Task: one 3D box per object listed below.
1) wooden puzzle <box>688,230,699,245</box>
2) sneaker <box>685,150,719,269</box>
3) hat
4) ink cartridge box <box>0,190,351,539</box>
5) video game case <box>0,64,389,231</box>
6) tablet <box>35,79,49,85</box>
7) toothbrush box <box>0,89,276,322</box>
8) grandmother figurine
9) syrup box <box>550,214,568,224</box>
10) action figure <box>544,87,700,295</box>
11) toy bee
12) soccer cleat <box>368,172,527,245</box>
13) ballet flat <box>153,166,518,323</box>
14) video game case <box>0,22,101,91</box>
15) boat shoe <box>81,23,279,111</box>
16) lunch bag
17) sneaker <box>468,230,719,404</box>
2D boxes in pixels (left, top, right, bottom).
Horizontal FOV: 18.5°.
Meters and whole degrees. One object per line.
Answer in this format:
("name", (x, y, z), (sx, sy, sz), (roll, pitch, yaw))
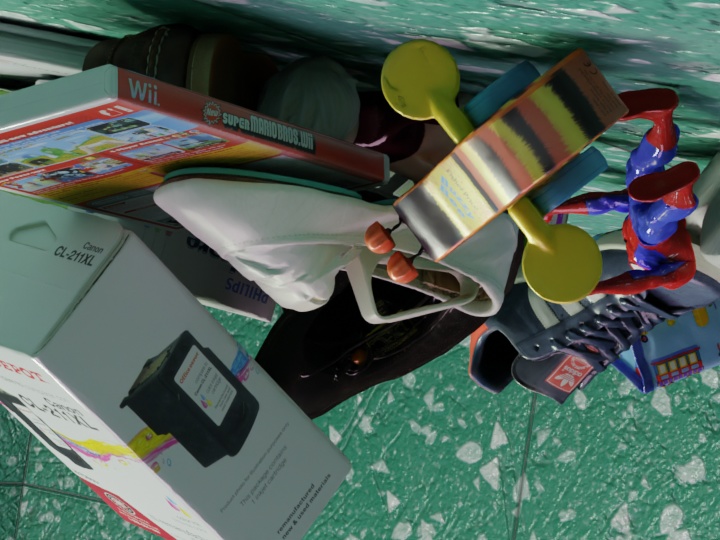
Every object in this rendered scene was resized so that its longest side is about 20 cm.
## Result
("wooden puzzle", (0.283, -0.005, 1.339), (0.200, 0.037, 0.185), (13, -161, 33))
("sneaker", (0.229, -0.021, 1.174), (0.088, 0.075, 0.200), (35, -173, -3))
("hat", (0.000, 0.000, 1.238), (0.200, 0.081, 0.201), (-27, 158, -12))
("ink cartridge box", (-0.123, 0.060, 1.155), (0.146, 0.083, 0.200), (14, 152, 51))
("video game case", (-0.101, -0.053, 1.040), (0.143, 0.017, 0.200), (-11, 165, 35))
("tablet", (-0.122, -0.083, 1.311), (0.130, 0.014, 0.200), (17, 177, -2))
("toothbrush box", (-0.155, -0.042, 1.283), (0.200, 0.086, 0.146), (15, 175, 39))
("grandmother figurine", (0.015, -0.072, 1.161), (0.121, 0.061, 0.200), (-23, 164, 29))
("syrup box", (0.055, -0.046, 1.479), (0.079, 0.082, 0.200), (9, 178, 38))
("action figure", (0.123, -0.026, 1.119), (0.099, 0.065, 0.200), (-14, 162, 7))
("toy bee", (0.058, -0.033, 1.005), (0.131, 0.109, 0.200), (48, 171, 22))
("soccer cleat", (0.016, -0.055, 1.339), (0.200, 0.081, 0.068), (8, 178, 11))
("ballet flat", (-0.006, -0.008, 1.070), (0.200, 0.070, 0.069), (6, 180, -32))
("video game case", (-0.208, -0.121, 1.260), (0.182, 0.022, 0.200), (9, 179, -19))
("boat shoe", (-0.083, -0.083, 1.118), (0.070, 0.071, 0.200), (1, 169, 12))
("lunch bag", (0.216, 0.001, 1.565), (0.150, 0.094, 0.200), (-20, -165, -14))
("sneaker", (0.136, 0.034, 1.293), (0.075, 0.085, 0.200), (29, 156, -26))
